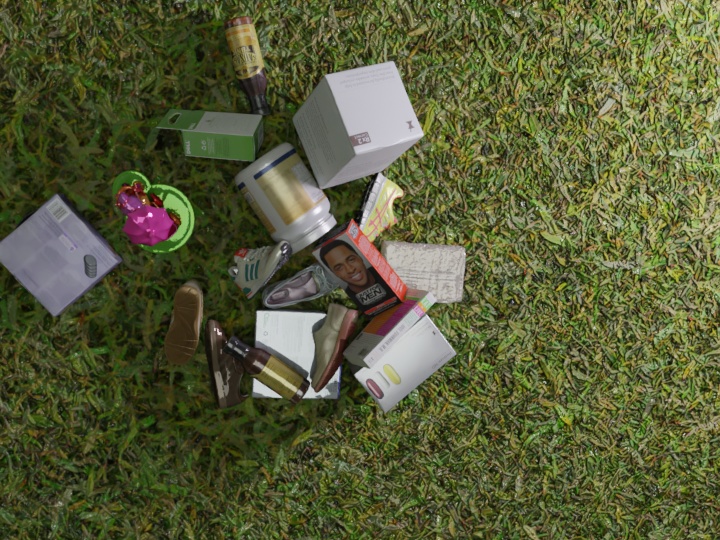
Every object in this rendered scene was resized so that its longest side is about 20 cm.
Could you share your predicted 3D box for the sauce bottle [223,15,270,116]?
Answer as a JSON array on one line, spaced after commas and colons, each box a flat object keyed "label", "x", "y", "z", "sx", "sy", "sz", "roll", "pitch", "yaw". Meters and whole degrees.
[{"label": "sauce bottle", "x": -0.231, "y": -0.424, "z": 1.478, "sx": 0.066, "sy": 0.066, "sz": 0.202, "roll": -16, "pitch": 100, "yaw": -4}]

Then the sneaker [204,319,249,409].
[{"label": "sneaker", "x": -0.294, "y": 0.200, "z": 1.554, "sx": 0.075, "sy": 0.070, "sz": 0.202, "roll": -11, "pitch": 102, "yaw": -24}]

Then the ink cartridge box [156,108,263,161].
[{"label": "ink cartridge box", "x": -0.306, "y": -0.280, "z": 1.454, "sx": 0.198, "sy": 0.104, "sz": 0.060, "roll": 5, "pitch": 126, "yaw": 2}]

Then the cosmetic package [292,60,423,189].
[{"label": "cosmetic package", "x": -0.010, "y": -0.288, "z": 1.417, "sx": 0.164, "sy": 0.200, "sz": 0.166, "roll": -20, "pitch": 85, "yaw": -28}]

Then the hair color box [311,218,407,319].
[{"label": "hair color box", "x": 0.000, "y": 0.000, "z": 1.502, "sx": 0.101, "sy": 0.061, "sz": 0.200, "roll": -29, "pitch": 111, "yaw": 30}]

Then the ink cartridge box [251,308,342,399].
[{"label": "ink cartridge box", "x": -0.140, "y": 0.186, "z": 1.574, "sx": 0.198, "sy": 0.041, "sz": 0.201, "roll": 4, "pitch": 97, "yaw": -8}]

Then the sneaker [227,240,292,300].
[{"label": "sneaker", "x": -0.220, "y": -0.017, "z": 1.481, "sx": 0.093, "sy": 0.200, "sz": 0.070, "roll": 43, "pitch": 49, "yaw": -3}]

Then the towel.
[{"label": "towel", "x": 0.137, "y": 0.004, "z": 1.589, "sx": 0.198, "sy": 0.034, "sz": 0.134, "roll": 5, "pitch": 95, "yaw": -6}]

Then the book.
[{"label": "book", "x": 0.059, "y": 0.120, "z": 1.486, "sx": 0.200, "sy": 0.133, "sz": 0.048, "roll": -44, "pitch": 102, "yaw": -15}]

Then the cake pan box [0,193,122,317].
[{"label": "cake pan box", "x": -0.638, "y": -0.035, "z": 1.484, "sx": 0.184, "sy": 0.052, "sz": 0.200, "roll": -42, "pitch": 100, "yaw": -2}]

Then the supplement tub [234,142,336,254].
[{"label": "supplement tub", "x": -0.154, "y": -0.149, "z": 1.480, "sx": 0.144, "sy": 0.144, "sz": 0.201, "roll": -34, "pitch": 100, "yaw": -2}]

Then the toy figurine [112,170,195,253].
[{"label": "toy figurine", "x": -0.438, "y": -0.120, "z": 1.430, "sx": 0.150, "sy": 0.184, "sz": 0.200, "roll": -42, "pitch": 99, "yaw": -1}]

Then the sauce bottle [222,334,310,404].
[{"label": "sauce bottle", "x": -0.203, "y": 0.209, "z": 1.516, "sx": 0.199, "sy": 0.065, "sz": 0.065, "roll": 37, "pitch": 92, "yaw": -9}]

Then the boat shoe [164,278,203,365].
[{"label": "boat shoe", "x": -0.373, "y": 0.110, "z": 1.523, "sx": 0.073, "sy": 0.069, "sz": 0.201, "roll": 17, "pitch": 115, "yaw": -5}]

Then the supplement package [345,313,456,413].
[{"label": "supplement package", "x": 0.085, "y": 0.187, "z": 1.542, "sx": 0.200, "sy": 0.156, "sz": 0.111, "roll": -40, "pitch": 100, "yaw": -1}]

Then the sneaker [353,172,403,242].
[{"label": "sneaker", "x": 0.035, "y": -0.106, "z": 1.543, "sx": 0.090, "sy": 0.078, "sz": 0.201, "roll": 21, "pitch": 96, "yaw": -16}]

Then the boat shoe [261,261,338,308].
[{"label": "boat shoe", "x": -0.119, "y": 0.033, "z": 1.545, "sx": 0.201, "sy": 0.065, "sz": 0.075, "roll": -19, "pitch": 99, "yaw": -7}]

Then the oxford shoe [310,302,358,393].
[{"label": "oxford shoe", "x": -0.071, "y": 0.167, "z": 1.536, "sx": 0.073, "sy": 0.071, "sz": 0.201, "roll": 24, "pitch": 94, "yaw": 14}]
